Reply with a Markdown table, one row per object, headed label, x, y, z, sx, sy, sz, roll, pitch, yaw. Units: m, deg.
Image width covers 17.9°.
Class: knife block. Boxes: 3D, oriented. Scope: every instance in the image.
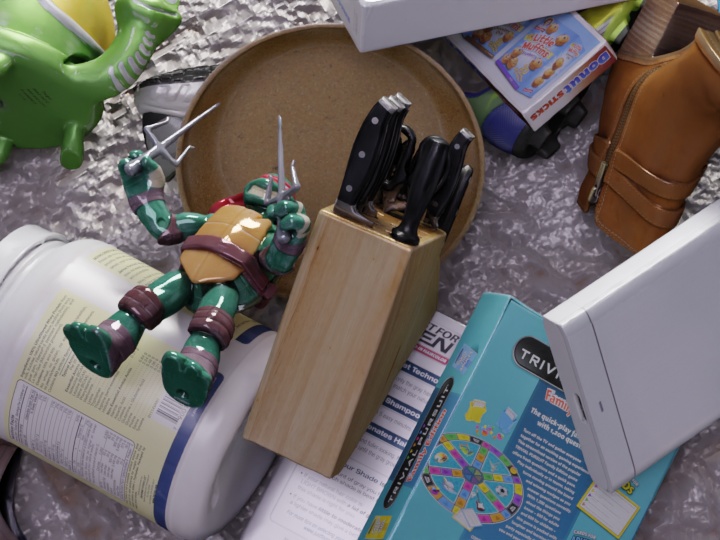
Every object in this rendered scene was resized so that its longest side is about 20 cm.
| label | x | y | z | sx | sy | sz | roll | pitch | yaw |
| --- | --- | --- | --- | --- | --- | --- | --- | --- | --- |
| knife block | 0.000 | 0.000 | 1.370 | 0.064 | 0.176 | 0.200 | 23 | 60 | 16 |

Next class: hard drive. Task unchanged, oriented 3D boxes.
| label | x | y | z | sx | sy | sz | roll | pitch | yaw |
| --- | --- | --- | --- | --- | --- | --- | --- | --- | --- |
| hard drive | 0.210 | 0.031 | 1.398 | 0.200 | 0.132 | 0.027 | -32 | 35 | -19 |

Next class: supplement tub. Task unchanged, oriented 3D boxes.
| label | x | y | z | sx | sy | sz | roll | pitch | yaw |
| --- | --- | --- | --- | --- | --- | --- | --- | --- | --- |
| supplement tub | -0.153 | 0.068 | 1.468 | 0.200 | 0.145 | 0.145 | 27 | 84 | 14 |

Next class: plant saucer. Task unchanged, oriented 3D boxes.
| label | x | y | z | sx | sy | sz | roll | pitch | yaw |
| --- | --- | --- | --- | --- | --- | --- | --- | --- | --- |
| plant saucer | -0.019 | -0.073 | 1.489 | 0.200 | 0.035 | 0.201 | 0 | 117 | 0 |

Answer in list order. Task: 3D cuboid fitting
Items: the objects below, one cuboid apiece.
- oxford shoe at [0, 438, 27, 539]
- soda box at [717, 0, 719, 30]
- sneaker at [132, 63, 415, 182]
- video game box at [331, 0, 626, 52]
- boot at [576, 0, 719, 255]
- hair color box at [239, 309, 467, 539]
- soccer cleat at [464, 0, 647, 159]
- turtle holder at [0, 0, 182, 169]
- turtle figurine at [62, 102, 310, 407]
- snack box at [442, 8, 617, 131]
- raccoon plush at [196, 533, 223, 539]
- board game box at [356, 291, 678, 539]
| label | x | y | z | sx | sy | sz | roll | pitch | yaw |
| --- | --- | --- | --- | --- | --- | --- | --- | --- | --- |
| oxford shoe | -0.250 | 0.205 | 1.496 | 0.072 | 0.071 | 0.200 | -5 | 77 | 4 |
| soda box | 0.265 | -0.134 | 1.479 | 0.064 | 0.068 | 0.200 | -3 | 78 | 9 |
| sneaker | -0.050 | -0.100 | 1.534 | 0.200 | 0.074 | 0.079 | -4 | 102 | 6 |
| video game box | 0.060 | -0.228 | 1.476 | 0.200 | 0.047 | 0.182 | -12 | 50 | -17 |
| boot | 0.197 | -0.077 | 1.412 | 0.077 | 0.200 | 0.155 | 12 | 108 | -27 |
| hair color box | 0.011 | 0.120 | 1.472 | 0.100 | 0.061 | 0.200 | 26 | 84 | 15 |
| soccer cleat | 0.142 | -0.166 | 1.510 | 0.084 | 0.065 | 0.200 | 37 | 86 | 18 |
| turtle holder | -0.222 | -0.157 | 1.521 | 0.141 | 0.185 | 0.132 | 29 | 61 | -25 |
| turtle figurine | -0.086 | -0.014 | 1.388 | 0.150 | 0.101 | 0.200 | 3 | 49 | 36 |
| snack box | 0.083 | -0.175 | 1.503 | 0.072 | 0.024 | 0.200 | -40 | 51 | 1 |
| raccoon plush | -0.089 | 0.282 | 1.438 | 0.134 | 0.097 | 0.200 | -32 | 77 | 6 |
| board game box | 0.100 | 0.137 | 1.425 | 0.151 | 0.047 | 0.200 | 30 | 83 | -18 |
